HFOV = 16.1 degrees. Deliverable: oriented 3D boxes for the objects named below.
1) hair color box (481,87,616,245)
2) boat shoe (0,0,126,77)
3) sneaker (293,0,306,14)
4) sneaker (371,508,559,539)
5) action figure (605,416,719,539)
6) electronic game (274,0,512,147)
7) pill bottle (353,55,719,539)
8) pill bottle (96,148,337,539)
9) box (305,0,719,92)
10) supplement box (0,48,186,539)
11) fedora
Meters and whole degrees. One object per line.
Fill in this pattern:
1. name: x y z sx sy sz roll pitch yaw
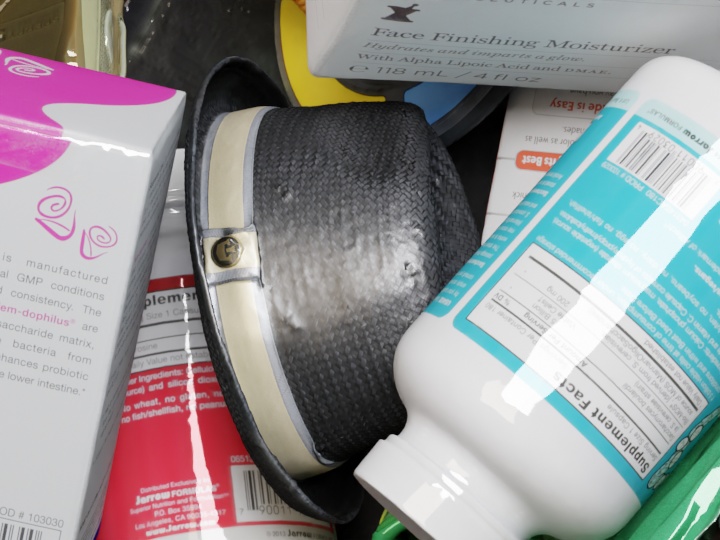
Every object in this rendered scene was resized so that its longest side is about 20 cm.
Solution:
1. hair color box: 0.120 -0.045 1.098 0.111 0.064 0.201 7 79 26
2. boat shoe: -0.132 -0.051 1.116 0.073 0.063 0.201 -14 65 25
3. sneaker: -0.042 -0.205 1.169 0.078 0.077 0.200 -49 34 33
4. sneaker: 0.093 0.127 1.047 0.199 0.084 0.074 8 123 34
5. action figure: 0.114 0.115 0.958 0.055 0.118 0.200 40 84 -7
6. electronic game: 0.028 -0.144 1.136 0.200 0.042 0.201 -24 57 45
7. pill bottle: 0.088 0.024 0.960 0.111 0.111 0.200 39 83 26
8. pill bottle: -0.075 0.054 1.131 0.112 0.112 0.201 -14 72 20
9. box: 0.084 -0.182 0.994 0.198 0.131 0.201 2 71 -12
10. supplement box: -0.140 0.023 1.004 0.101 0.103 0.201 14 109 0
11. fedora: 0.000 0.000 1.052 0.091 0.201 0.201 -14 72 16
